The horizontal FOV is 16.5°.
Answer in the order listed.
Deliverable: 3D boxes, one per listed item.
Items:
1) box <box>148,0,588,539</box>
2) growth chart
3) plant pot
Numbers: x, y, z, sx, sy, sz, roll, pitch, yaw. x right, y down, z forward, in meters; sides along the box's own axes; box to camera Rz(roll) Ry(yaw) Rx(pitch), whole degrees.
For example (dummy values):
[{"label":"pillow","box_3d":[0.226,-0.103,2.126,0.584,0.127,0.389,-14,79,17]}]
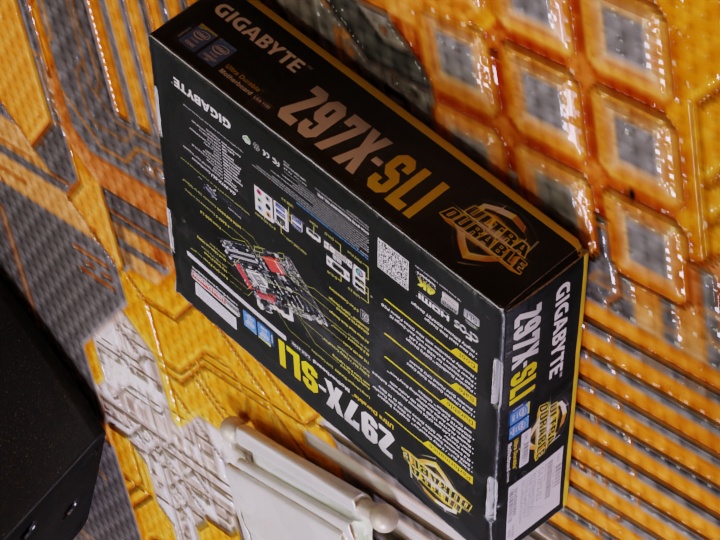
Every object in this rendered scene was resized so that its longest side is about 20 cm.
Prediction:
[{"label":"box","box_3d":[0.000,0.000,0.986,0.200,0.049,0.160,38,152,29]},{"label":"growth chart","box_3d":[-0.015,0.161,1.227,0.144,0.018,0.201,32,145,37]},{"label":"plant pot","box_3d":[-0.255,0.111,1.387,0.177,0.200,0.200,38,150,9]}]
